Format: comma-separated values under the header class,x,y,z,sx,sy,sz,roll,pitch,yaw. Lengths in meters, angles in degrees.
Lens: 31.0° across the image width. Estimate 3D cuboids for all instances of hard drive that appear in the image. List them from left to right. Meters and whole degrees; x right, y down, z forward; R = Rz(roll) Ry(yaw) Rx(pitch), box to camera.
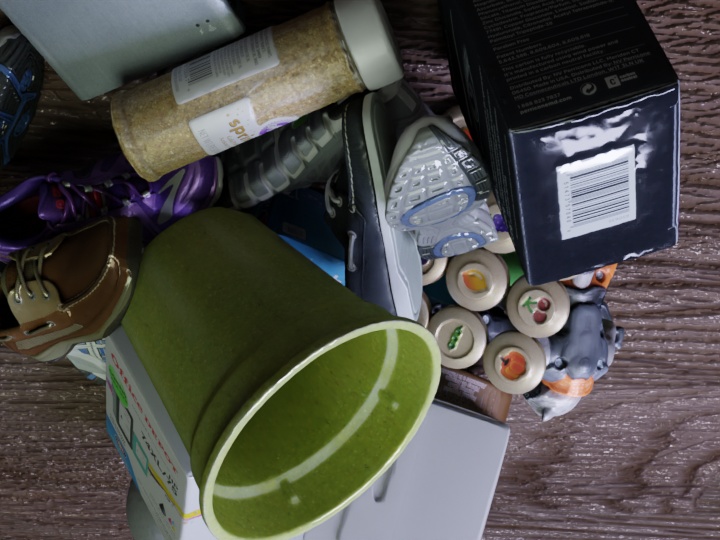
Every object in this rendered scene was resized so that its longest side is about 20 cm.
class,x,y,z,sx,sy,sz,roll,pitch,yaw
hard drive,-0.183,-0.209,0.848,0.138,0.033,0.200,-18,138,19

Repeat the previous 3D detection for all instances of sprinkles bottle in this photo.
class,x,y,z,sx,sy,sz,roll,pitch,yaw
sprinkles bottle,-0.071,-0.128,0.892,0.198,0.069,0.068,-21,138,9

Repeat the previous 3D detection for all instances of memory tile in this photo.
class,x,y,z,sx,sy,sz,roll,pitch,yaw
memory tile,0.099,-0.015,0.996,0.152,0.017,0.202,24,109,11

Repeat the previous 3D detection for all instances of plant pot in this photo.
class,x,y,z,sx,sy,sz,roll,pitch,yaw
plant pot,-0.075,0.058,0.927,0.199,0.184,0.202,-29,145,-23

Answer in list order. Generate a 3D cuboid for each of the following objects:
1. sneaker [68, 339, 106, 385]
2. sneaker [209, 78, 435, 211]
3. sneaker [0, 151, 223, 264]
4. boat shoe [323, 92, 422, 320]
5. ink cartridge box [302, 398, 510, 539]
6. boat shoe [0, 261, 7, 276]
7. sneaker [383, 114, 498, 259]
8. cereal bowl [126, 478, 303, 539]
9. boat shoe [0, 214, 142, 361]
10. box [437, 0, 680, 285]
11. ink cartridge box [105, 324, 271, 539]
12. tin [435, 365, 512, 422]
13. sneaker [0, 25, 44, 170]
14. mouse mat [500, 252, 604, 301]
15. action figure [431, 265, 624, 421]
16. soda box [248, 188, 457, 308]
class,x,y,z,sx,sy,sz,roll,pitch,yaw
sneaker,-0.246,0.032,1.104,0.077,0.076,0.199,-35,141,26
sneaker,-0.026,-0.075,0.986,0.199,0.076,0.115,-29,136,28
sneaker,-0.195,-0.047,0.958,0.198,0.082,0.083,-20,170,9
boat shoe,0.002,-0.038,0.935,0.059,0.076,0.202,-1,129,13
ink cartridge box,0.045,0.190,1.147,0.143,0.149,0.200,16,172,7
boat shoe,-0.205,-0.025,1.042,0.197,0.075,0.063,-1,136,-9
sneaker,0.049,-0.069,0.892,0.074,0.088,0.200,-13,165,4
cereal bowl,-0.120,0.206,1.236,0.197,0.201,0.084,10,123,-14
boat shoe,-0.223,0.016,0.938,0.073,0.077,0.199,14,149,-31
box,0.122,-0.119,0.831,0.103,0.202,0.149,-16,141,1
ink cartridge box,-0.122,0.122,1.099,0.145,0.147,0.201,-25,156,-23
tin,0.056,0.101,1.181,0.199,0.042,0.111,24,173,-38
sneaker,-0.295,-0.098,0.944,0.077,0.076,0.201,36,118,2
mouse mat,0.122,-0.016,1.115,0.197,0.008,0.162,-1,140,-1
action figure,0.143,0.028,1.038,0.197,0.105,0.196,-6,105,-18
soda box,0.000,0.000,1.077,0.198,0.065,0.068,23,135,-25
